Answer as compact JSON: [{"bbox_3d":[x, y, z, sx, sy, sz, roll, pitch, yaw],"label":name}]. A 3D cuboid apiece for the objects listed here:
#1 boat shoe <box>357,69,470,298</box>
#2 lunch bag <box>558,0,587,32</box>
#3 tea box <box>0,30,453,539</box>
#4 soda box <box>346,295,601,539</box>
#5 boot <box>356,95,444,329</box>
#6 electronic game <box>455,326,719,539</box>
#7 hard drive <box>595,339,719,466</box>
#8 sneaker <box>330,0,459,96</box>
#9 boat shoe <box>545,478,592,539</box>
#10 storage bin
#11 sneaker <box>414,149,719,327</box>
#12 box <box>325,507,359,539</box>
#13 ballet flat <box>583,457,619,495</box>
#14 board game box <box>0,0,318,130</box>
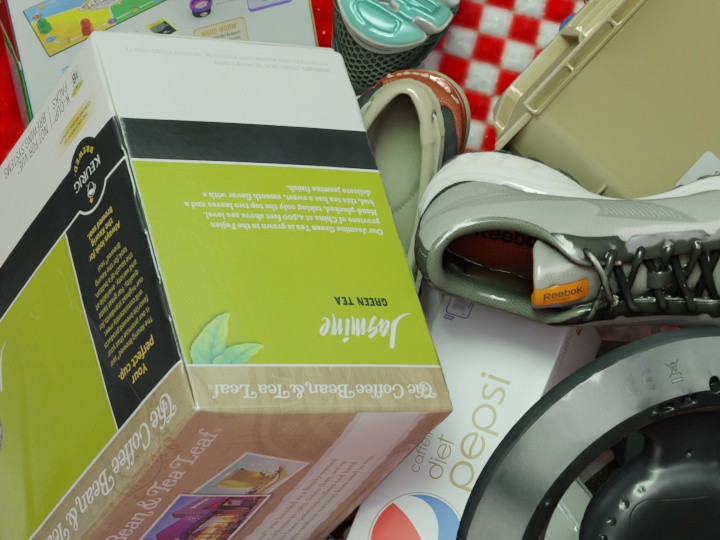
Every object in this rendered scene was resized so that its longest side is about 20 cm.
[{"bbox_3d":[0.000,0.000,1.307,0.071,0.063,0.200,21,103,8],"label":"boat shoe"},{"bbox_3d":[0.197,-0.096,1.386,0.200,0.132,0.136,17,100,-1],"label":"lunch bag"},{"bbox_3d":[-0.083,0.029,1.255,0.134,0.200,0.197,2,58,-32],"label":"tea box"},{"bbox_3d":[0.043,0.103,1.275,0.064,0.068,0.200,19,79,20],"label":"soda box"},{"bbox_3d":[0.002,0.011,1.379,0.095,0.074,0.200,-6,97,21],"label":"boot"},{"bbox_3d":[0.135,0.115,1.236,0.200,0.042,0.200,-11,122,-18],"label":"electronic game"},{"bbox_3d":[0.218,0.071,1.352,0.200,0.140,0.033,4,103,-5],"label":"hard drive"},{"bbox_3d":[0.027,-0.163,1.411,0.078,0.091,0.200,26,50,4],"label":"sneaker"},{"bbox_3d":[0.102,0.156,1.318,0.074,0.067,0.200,-33,92,-7],"label":"boat shoe"},{"bbox_3d":[0.195,-0.069,1.277,0.200,0.094,0.199,43,100,-6],"label":"storage bin"},{"bbox_3d":[0.119,-0.001,1.210,0.200,0.079,0.074,6,117,12],"label":"sneaker"},{"bbox_3d":[-0.066,0.179,1.330,0.200,0.038,0.137,-36,66,-11],"label":"box"},{"bbox_3d":[0.094,0.149,1.375,0.200,0.046,0.067,-39,92,-6],"label":"ballet flat"},{"bbox_3d":[-0.103,-0.146,1.350,0.153,0.040,0.200,-15,120,-12],"label":"board game box"}]
